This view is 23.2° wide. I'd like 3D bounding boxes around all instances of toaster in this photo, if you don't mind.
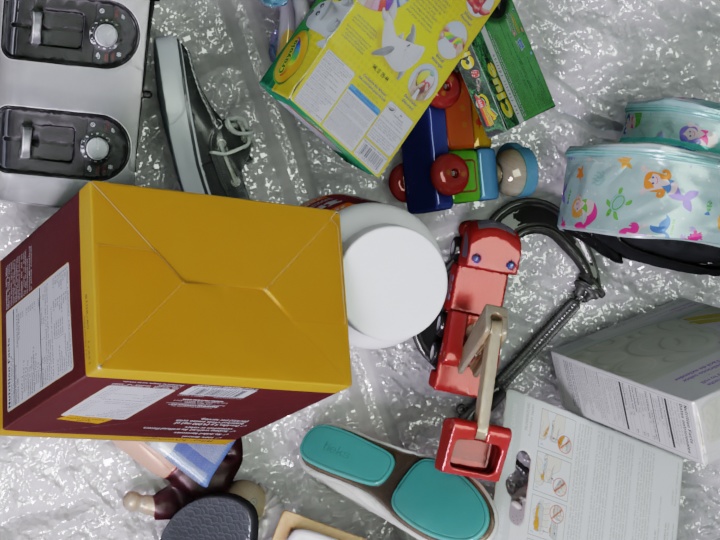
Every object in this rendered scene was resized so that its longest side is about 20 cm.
[{"bbox_3d":[-0.220,-0.149,1.323,0.118,0.200,0.181,5,102,-11],"label":"toaster"}]

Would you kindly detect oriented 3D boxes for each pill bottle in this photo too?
[{"bbox_3d":[0.000,0.000,1.373,0.113,0.200,0.113,-1,95,-14],"label":"pill bottle"}]

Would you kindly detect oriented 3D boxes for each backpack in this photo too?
[{"bbox_3d":[0.267,-0.065,1.443,0.200,0.178,0.151,3,93,-16],"label":"backpack"}]

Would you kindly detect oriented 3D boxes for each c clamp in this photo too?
[{"bbox_3d":[0.135,0.046,1.503,0.171,0.027,0.200,38,87,-9],"label":"c clamp"}]

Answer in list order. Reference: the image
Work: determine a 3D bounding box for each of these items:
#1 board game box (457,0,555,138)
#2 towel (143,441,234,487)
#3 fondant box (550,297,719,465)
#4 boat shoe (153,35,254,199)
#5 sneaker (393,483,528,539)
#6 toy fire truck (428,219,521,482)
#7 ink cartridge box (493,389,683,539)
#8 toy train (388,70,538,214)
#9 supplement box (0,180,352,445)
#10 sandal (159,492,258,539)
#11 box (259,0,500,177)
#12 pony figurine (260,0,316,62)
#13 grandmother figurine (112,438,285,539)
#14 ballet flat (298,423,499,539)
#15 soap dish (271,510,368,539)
[{"bbox_3d":[0.092,-0.210,1.403,0.023,0.105,0.200,-20,94,30],"label":"board game box"},{"bbox_3d":[-0.162,0.057,1.400,0.200,0.024,0.147,42,57,-14],"label":"towel"},{"bbox_3d":[0.271,0.085,1.432,0.144,0.200,0.058,-20,109,-23],"label":"fondant box"},{"bbox_3d":[-0.115,-0.094,1.401,0.068,0.074,0.200,-15,99,-7],"label":"boat shoe"},{"bbox_3d":[0.122,0.219,1.495,0.200,0.078,0.100,19,84,-23],"label":"sneaker"},{"bbox_3d":[0.095,0.059,1.413,0.049,0.141,0.200,11,92,-9],"label":"toy fire truck"},{"bbox_3d":[0.178,0.207,1.459,0.200,0.050,0.162,22,63,-26],"label":"ink cartridge box"},{"bbox_3d":[0.084,-0.150,1.450,0.116,0.085,0.200,-5,89,-29],"label":"toy train"},{"bbox_3d":[-0.142,0.039,1.280,0.197,0.200,0.133,6,70,-31],"label":"supplement box"},{"bbox_3d":[-0.133,0.257,1.424,0.076,0.043,0.200,29,117,14],"label":"sandal"},{"bbox_3d":[0.025,-0.183,1.296,0.200,0.048,0.117,-54,133,-4],"label":"box"},{"bbox_3d":[-0.041,-0.246,1.365,0.166,0.193,0.200,-8,116,-9],"label":"pony figurine"},{"bbox_3d":[-0.145,0.152,1.428,0.200,0.061,0.121,41,94,-11],"label":"grandmother figurine"},{"bbox_3d":[0.037,0.181,1.419,0.069,0.200,0.070,-29,129,-42],"label":"ballet flat"},{"bbox_3d":[-0.004,0.298,1.420,0.200,0.081,0.158,22,83,-15],"label":"soap dish"}]
